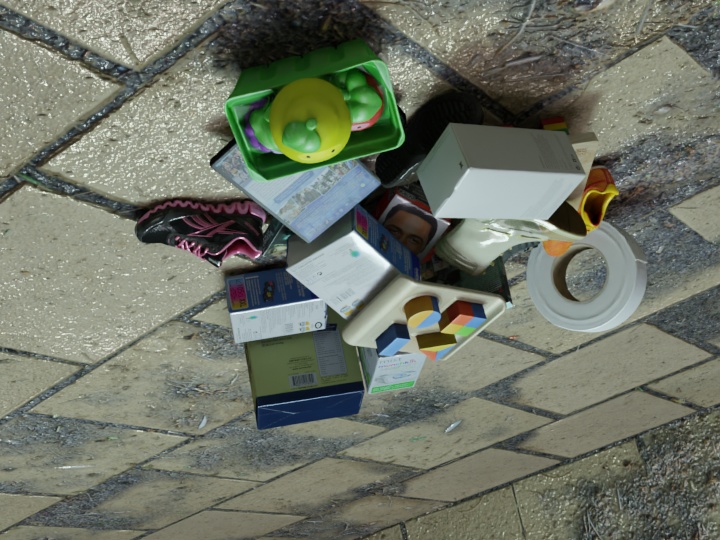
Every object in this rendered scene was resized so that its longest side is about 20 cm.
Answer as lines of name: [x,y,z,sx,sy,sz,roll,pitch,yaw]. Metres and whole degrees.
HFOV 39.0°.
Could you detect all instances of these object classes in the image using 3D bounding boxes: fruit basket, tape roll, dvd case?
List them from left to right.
dvd case: [-0.087,-0.134,1.385,0.142,0.018,0.200,-38,127,19]
fruit basket: [-0.054,-0.176,1.206,0.214,0.216,0.156,-14,135,4]
dvd case: [0.165,-0.003,1.667,0.145,0.201,0.022,-24,141,22]
tape roll: [0.396,0.007,1.781,0.202,0.203,0.071,-26,161,27]

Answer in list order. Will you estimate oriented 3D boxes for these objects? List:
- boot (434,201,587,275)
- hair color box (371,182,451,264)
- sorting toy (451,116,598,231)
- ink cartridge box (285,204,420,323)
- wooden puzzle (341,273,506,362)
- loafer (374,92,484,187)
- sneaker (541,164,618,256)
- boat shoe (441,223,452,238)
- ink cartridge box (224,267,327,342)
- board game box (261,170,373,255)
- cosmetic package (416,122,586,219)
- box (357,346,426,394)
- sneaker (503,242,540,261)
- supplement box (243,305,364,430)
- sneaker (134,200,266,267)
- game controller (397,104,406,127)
boot: [0.228,-0.052,1.546,0.199,0.072,0.155,12,138,-25]
hair color box: [0.051,-0.044,1.600,0.101,0.061,0.200,26,126,-11]
sorting toy: [0.237,-0.144,1.542,0.199,0.070,0.199,-10,147,-7]
ink cartridge box: [0.000,0.000,1.544,0.136,0.077,0.200,-28,128,28]
wooden puzzle: [0.099,0.086,1.563,0.199,0.046,0.185,14,140,-30]
loafer: [0.104,-0.185,1.434,0.071,0.073,0.200,-3,158,-46]
sneaker: [0.358,-0.086,1.691,0.073,0.077,0.200,1,140,-19]
boat shoe: [0.103,-0.075,1.655,0.199,0.074,0.069,-13,140,4]
ink cartridge box: [-0.132,0.056,1.782,0.199,0.077,0.137,-8,155,-6]
board game box: [-0.068,-0.084,1.544,0.135,0.028,0.200,-14,164,-25]
cosmetic package: [0.192,-0.132,1.385,0.199,0.085,0.108,1,145,-30]
box: [0.042,0.092,1.809,0.096,0.201,0.177,-8,153,-11]
sneaker: [0.263,-0.040,1.783,0.099,0.071,0.200,-5,150,-3]
supplement box: [-0.111,0.168,1.894,0.199,0.201,0.134,-7,154,-10]
sneaker: [-0.235,-0.049,1.519,0.199,0.096,0.079,-4,155,-14]
game controller: [-0.036,-0.183,1.393,0.200,0.042,0.104,-29,150,30]
